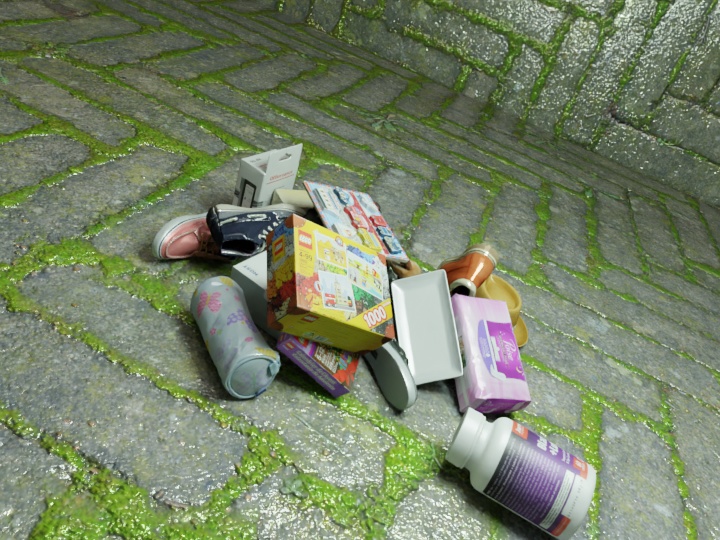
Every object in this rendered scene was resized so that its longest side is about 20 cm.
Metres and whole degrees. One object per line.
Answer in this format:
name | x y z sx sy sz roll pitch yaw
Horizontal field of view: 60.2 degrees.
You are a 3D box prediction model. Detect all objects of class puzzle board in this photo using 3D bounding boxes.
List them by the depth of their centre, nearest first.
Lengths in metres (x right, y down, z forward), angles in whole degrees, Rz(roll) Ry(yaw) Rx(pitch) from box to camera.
puzzle board | -0.009 -0.092 1.109 0.147 0.018 0.202 9 36 -34

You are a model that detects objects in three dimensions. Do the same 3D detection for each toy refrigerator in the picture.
toy refrigerator | -0.086 -0.113 1.263 0.195 0.078 0.070 -1 37 -32

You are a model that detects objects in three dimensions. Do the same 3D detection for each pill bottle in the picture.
pill bottle | 0.225 0.285 0.896 0.196 0.114 0.111 28 31 11

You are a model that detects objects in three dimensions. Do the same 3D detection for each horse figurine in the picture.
horse figurine | 0.082 -0.003 1.228 0.050 0.201 0.132 -44 67 -11

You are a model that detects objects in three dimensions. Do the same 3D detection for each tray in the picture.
tray | 0.116 0.101 1.097 0.104 0.022 0.206 -12 60 10

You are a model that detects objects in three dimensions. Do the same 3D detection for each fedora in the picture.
fedora | 0.274 0.070 1.286 0.194 0.084 0.203 16 31 -10

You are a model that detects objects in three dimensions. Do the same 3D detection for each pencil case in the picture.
pencil case | -0.194 0.096 0.947 0.089 0.084 0.201 -33 48 -8

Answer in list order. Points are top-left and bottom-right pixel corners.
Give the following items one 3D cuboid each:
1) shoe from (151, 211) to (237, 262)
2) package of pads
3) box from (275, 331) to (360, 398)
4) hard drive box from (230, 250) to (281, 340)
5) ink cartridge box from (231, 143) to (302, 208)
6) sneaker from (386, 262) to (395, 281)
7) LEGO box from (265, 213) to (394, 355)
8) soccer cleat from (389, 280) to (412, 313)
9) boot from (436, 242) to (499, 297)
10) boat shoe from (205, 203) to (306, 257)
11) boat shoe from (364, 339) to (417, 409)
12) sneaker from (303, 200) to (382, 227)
shoe | -0.284 -0.055 1.144 0.089 0.073 0.199 28 28 18
package of pads | 0.217 0.145 1.087 0.117 0.076 0.205 7 56 -22
box | -0.050 0.081 1.005 0.136 0.039 0.203 43 40 -24
hard drive box | -0.117 0.031 1.111 0.153 0.078 0.199 32 33 18
ink cartridge box | -0.192 -0.166 1.246 0.067 0.204 0.115 30 31 18
sneaker | 0.000 0.000 1.199 0.076 0.087 0.200 52 -6 -23
LEGO box | -0.046 0.027 0.947 0.197 0.076 0.153 21 52 -40
soccer cleat | 0.122 0.087 1.189 0.198 0.065 0.084 36 -9 3
boot | 0.183 0.029 1.206 0.074 0.200 0.109 36 61 -4
boat shoe | -0.176 -0.066 1.125 0.194 0.076 0.094 -3 44 -25
boat shoe | 0.051 0.148 1.045 0.055 0.070 0.201 1 34 -30
sneaker | -0.036 -0.107 1.192 0.199 0.071 0.099 -32 85 -44
